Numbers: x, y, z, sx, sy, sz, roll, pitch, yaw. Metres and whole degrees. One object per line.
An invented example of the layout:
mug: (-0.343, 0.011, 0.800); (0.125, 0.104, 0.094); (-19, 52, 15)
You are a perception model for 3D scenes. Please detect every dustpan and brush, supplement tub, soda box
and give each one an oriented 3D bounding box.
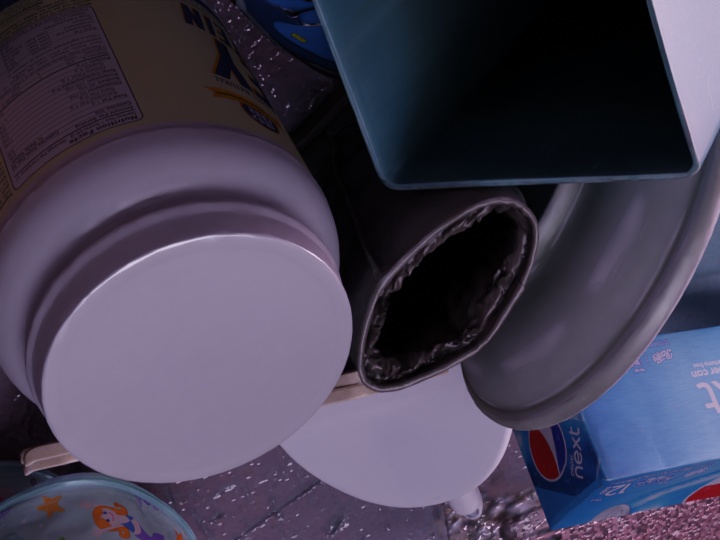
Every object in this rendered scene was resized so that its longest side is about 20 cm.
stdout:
dustpan and brush: (0.039, 0.105, 0.994); (0.139, 0.057, 0.200); (-16, 134, 12)
supplement tub: (-0.094, -0.024, 0.716); (0.145, 0.200, 0.145); (-14, 132, -16)
soda box: (0.177, 0.069, 0.841); (0.200, 0.068, 0.064); (-7, 154, -25)

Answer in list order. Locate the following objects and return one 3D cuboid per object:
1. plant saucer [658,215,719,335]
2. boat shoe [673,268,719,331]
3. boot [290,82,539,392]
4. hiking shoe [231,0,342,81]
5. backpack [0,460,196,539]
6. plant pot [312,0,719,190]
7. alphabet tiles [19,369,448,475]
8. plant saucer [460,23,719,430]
plant saucer: (0.185, -0.017, 0.801); (0.201, 0.039, 0.201); (-16, 154, -8)
boat shoe: (0.143, -0.031, 0.885); (0.059, 0.072, 0.200); (-36, 110, 0)
boot: (-0.002, 0.000, 0.780); (0.072, 0.200, 0.182); (24, 112, -27)
hiking shoe: (-0.030, -0.141, 0.729); (0.074, 0.087, 0.200); (-33, 134, 3)
backpack: (-0.172, 0.189, 0.890); (0.200, 0.151, 0.178); (-29, 140, 9)
plant pot: (0.091, -0.146, 0.698); (0.200, 0.141, 0.142); (-48, 127, -43)
alphabet tiles: (-0.062, 0.069, 0.839); (0.200, 0.015, 0.196); (-14, 177, 25)
plant saucer: (0.084, -0.031, 0.757); (0.050, 0.200, 0.200); (23, 116, -20)
